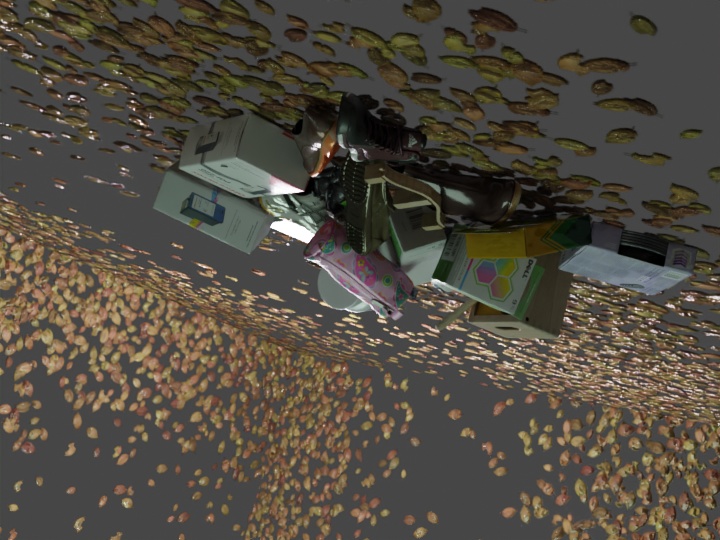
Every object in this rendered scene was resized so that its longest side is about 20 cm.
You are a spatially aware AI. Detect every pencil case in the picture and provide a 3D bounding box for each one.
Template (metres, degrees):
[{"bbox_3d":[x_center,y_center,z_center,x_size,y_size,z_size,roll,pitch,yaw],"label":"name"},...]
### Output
[{"bbox_3d":[0.000,0.000,1.704,0.200,0.088,0.087,39,159,-21],"label":"pencil case"}]

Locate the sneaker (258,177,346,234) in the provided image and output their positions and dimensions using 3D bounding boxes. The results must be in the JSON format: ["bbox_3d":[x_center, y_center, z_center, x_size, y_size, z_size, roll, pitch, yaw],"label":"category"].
[{"bbox_3d":[-0.080,-0.120,1.793,0.199,0.076,0.088,19,127,-33],"label":"sneaker"}]

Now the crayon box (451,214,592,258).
[{"bbox_3d":[0.257,-0.052,1.598,0.199,0.051,0.127,-11,-172,-39],"label":"crayon box"}]

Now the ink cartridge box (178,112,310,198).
[{"bbox_3d":[-0.190,-0.188,1.678,0.145,0.085,0.200,24,167,-35],"label":"ink cartridge box"}]

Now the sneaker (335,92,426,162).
[{"bbox_3d":[0.035,-0.197,1.414,0.115,0.076,0.200,8,177,10],"label":"sneaker"}]

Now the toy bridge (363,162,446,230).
[{"bbox_3d":[0.082,-0.113,1.535,0.067,0.027,0.200,-5,156,32],"label":"toy bridge"}]

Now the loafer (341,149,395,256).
[{"bbox_3d":[0.015,-0.120,1.605,0.067,0.201,0.076,-22,-137,-32],"label":"loafer"}]

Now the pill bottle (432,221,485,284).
[{"bbox_3d":[0.197,-0.027,1.837,0.115,0.116,0.200,20,167,-22],"label":"pill bottle"}]

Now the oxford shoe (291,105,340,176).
[{"bbox_3d":[-0.068,-0.202,1.538,0.073,0.071,0.200,36,162,-2],"label":"oxford shoe"}]

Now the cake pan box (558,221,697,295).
[{"bbox_3d":[0.451,-0.018,1.717,0.183,0.053,0.200,13,168,0],"label":"cake pan box"}]

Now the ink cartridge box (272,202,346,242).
[{"bbox_3d":[-0.073,-0.105,1.916,0.147,0.076,0.200,22,167,-28],"label":"ink cartridge box"}]

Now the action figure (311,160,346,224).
[{"bbox_3d":[-0.027,-0.127,1.717,0.119,0.102,0.201,24,142,23],"label":"action figure"}]

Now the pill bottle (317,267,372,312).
[{"bbox_3d":[0.011,0.018,1.907,0.115,0.116,0.200,9,-173,28],"label":"pill bottle"}]

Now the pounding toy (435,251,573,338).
[{"bbox_3d":[0.273,0.047,1.906,0.142,0.185,0.200,22,166,-28],"label":"pounding toy"}]

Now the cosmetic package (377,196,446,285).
[{"bbox_3d":[0.087,-0.051,1.776,0.084,0.108,0.200,-17,160,-11],"label":"cosmetic package"}]

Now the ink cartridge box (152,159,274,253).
[{"bbox_3d":[-0.259,-0.125,1.848,0.199,0.088,0.145,27,-162,-1],"label":"ink cartridge box"}]

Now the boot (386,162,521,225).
[{"bbox_3d":[0.140,-0.125,1.567,0.166,0.073,0.200,18,171,-20],"label":"boot"}]

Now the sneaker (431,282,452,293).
[{"bbox_3d":[0.152,-0.024,2.055,0.077,0.076,0.200,-27,141,33],"label":"sneaker"}]

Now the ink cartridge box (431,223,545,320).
[{"bbox_3d":[0.231,0.008,1.706,0.199,0.104,0.059,24,178,-22],"label":"ink cartridge box"}]
